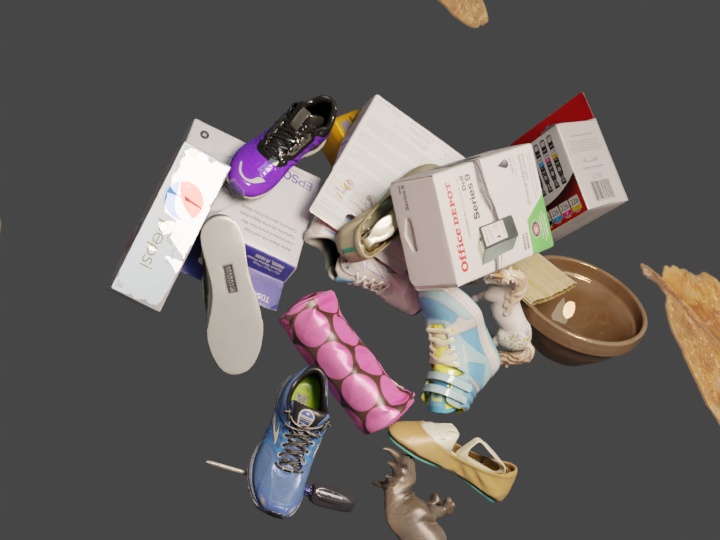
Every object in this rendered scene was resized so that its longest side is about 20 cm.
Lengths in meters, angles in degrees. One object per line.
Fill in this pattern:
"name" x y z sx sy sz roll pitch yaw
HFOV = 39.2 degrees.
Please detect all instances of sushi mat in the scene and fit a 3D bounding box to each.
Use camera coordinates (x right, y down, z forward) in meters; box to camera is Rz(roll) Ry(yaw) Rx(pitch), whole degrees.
"sushi mat" 0.215 -0.021 1.477 0.095 0.012 0.200 -20 48 -34

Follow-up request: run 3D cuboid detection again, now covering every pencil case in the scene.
"pencil case" -0.016 0.115 1.318 0.093 0.091 0.201 -35 88 -33

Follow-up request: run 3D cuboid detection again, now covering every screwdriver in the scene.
"screwdriver" -0.096 0.261 1.255 0.199 0.028 0.029 25 90 -16

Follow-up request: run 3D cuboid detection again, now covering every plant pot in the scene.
"plant pot" 0.310 0.074 1.484 0.199 0.093 0.202 12 35 -8

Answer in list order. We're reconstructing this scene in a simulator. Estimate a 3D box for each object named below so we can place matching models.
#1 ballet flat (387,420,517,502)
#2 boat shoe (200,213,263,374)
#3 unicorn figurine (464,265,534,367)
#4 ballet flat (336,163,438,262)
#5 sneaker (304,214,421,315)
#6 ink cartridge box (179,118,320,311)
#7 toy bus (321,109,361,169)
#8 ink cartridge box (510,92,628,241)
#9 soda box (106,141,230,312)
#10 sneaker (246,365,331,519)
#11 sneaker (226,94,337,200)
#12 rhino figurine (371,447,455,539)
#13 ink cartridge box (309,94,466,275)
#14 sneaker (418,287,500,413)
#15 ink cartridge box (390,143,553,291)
"ballet flat" 0.127 0.240 1.357 0.199 0.069 0.063 33 103 -20
"boat shoe" -0.164 0.028 1.277 0.070 0.064 0.202 -6 97 -11
"unicorn figurine" 0.190 0.049 1.400 0.074 0.137 0.201 -53 123 -28
"ballet flat" 0.054 -0.078 1.330 0.200 0.069 0.070 -41 93 -22
"sneaker" 0.000 0.000 1.373 0.200 0.075 0.087 42 50 -5
"ink cartridge box" -0.165 -0.074 1.336 0.198 0.041 0.202 24 62 -19
"toy bus" 0.021 -0.127 1.442 0.078 0.065 0.201 -26 85 -33
"ink cartridge box" 0.276 -0.142 1.506 0.083 0.200 0.177 -12 77 -30
"soda box" -0.236 -0.053 1.241 0.068 0.064 0.202 28 80 -17
"sneaker" -0.084 0.202 1.233 0.078 0.089 0.202 18 57 -11
"sneaker" -0.099 -0.174 1.328 0.070 0.100 0.200 44 50 0
"rhino figurine" 0.076 0.319 1.305 0.087 0.060 0.201 -22 80 -28
"ink cartridge box" 0.034 -0.116 1.390 0.162 0.057 0.201 34 75 -12
"sneaker" 0.115 0.114 1.360 0.131 0.079 0.201 -55 128 -28
"ink cartridge box" 0.147 -0.070 1.312 0.199 0.084 0.147 -21 101 -39
